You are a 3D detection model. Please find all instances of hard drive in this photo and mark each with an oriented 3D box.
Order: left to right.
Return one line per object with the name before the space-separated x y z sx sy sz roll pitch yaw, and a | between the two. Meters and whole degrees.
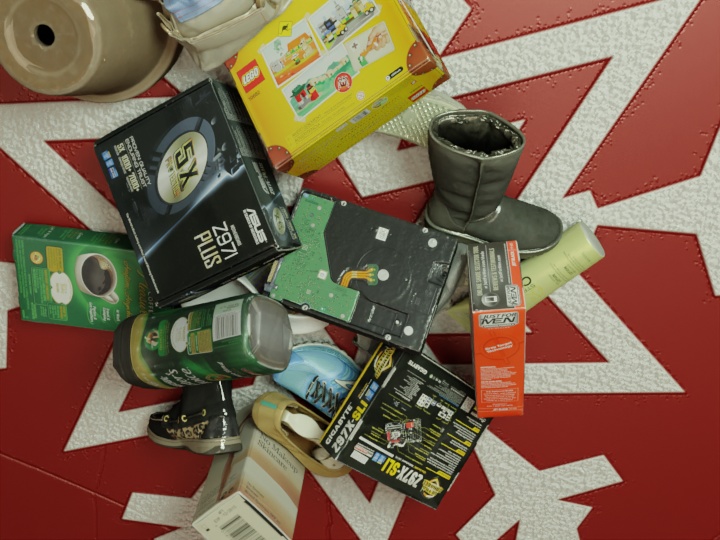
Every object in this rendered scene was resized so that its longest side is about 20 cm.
hard drive | 0.000 0.000 0.982 0.196 0.038 0.142 18 78 10

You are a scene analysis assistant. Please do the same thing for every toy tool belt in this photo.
toy tool belt | -0.125 -0.306 0.839 0.199 0.126 0.123 -37 136 12

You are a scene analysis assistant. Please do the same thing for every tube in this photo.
tube | 0.203 0.019 1.033 0.199 0.052 0.059 -37 79 24

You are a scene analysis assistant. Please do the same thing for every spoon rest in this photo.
spoon rest | -0.129 0.040 1.033 0.196 0.061 0.101 7 127 1

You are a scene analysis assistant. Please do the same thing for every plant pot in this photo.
plant pot | -0.294 -0.258 0.871 0.196 0.175 0.204 2 116 5

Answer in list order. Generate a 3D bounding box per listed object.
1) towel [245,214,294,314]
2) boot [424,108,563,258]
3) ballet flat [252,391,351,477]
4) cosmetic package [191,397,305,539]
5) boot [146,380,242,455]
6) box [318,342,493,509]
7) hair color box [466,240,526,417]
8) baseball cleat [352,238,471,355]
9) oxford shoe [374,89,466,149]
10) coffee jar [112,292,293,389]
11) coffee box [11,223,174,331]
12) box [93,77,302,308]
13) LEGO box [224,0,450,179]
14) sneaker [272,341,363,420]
towel | -0.136 -0.023 1.053 0.143 0.023 0.200 -36 108 20
boot | 0.151 -0.092 0.913 0.178 0.074 0.201 5 150 -1
ballet flat | -0.059 0.223 1.105 0.062 0.070 0.199 -1 150 46
cosmetic package | -0.134 0.268 1.092 0.087 0.201 0.103 -37 110 19
boot | -0.219 0.154 1.102 0.072 0.198 0.154 -1 89 -36
box | 0.066 0.190 1.052 0.199 0.049 0.161 34 90 -37
hair color box | 0.158 0.073 0.987 0.060 0.103 0.202 -4 138 7
baseball cleat | 0.055 0.030 1.036 0.105 0.070 0.202 27 114 -11
oxford shoe | 0.038 -0.188 0.946 0.197 0.058 0.076 26 114 9
coffee jar | -0.183 0.085 0.970 0.197 0.104 0.087 -10 71 25
coffee box | -0.334 0.013 1.074 0.196 0.044 0.125 6 116 2
box | -0.182 -0.084 0.952 0.161 0.086 0.203 -23 87 15
LEGO box | -0.029 -0.216 0.888 0.198 0.077 0.151 -31 77 18
sneaker | -0.022 0.161 1.092 0.197 0.090 0.079 23 116 -7
